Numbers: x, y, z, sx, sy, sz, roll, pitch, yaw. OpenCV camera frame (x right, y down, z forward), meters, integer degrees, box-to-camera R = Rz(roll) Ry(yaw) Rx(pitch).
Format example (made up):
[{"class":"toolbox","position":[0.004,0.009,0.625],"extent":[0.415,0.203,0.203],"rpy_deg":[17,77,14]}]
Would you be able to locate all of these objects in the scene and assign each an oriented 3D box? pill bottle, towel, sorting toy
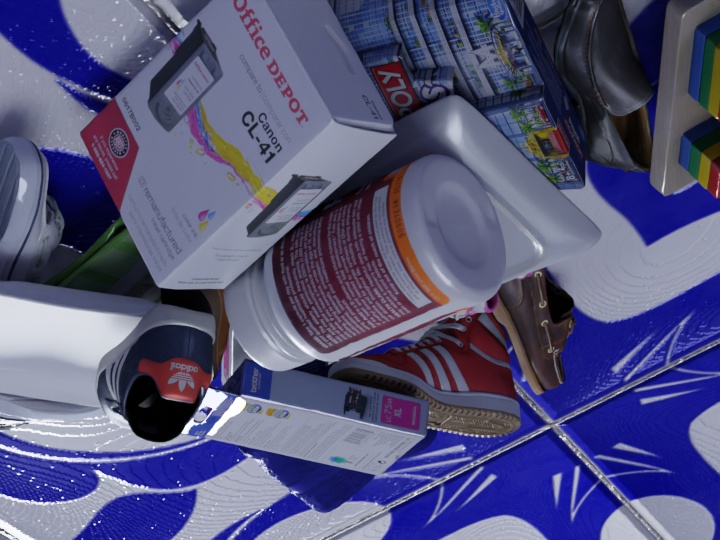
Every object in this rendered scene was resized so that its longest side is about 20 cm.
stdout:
[{"class":"pill bottle","position":[0.000,0.000,1.374],"extent":[0.199,0.115,0.114],"rpy_deg":[-23,142,34]},{"class":"towel","position":[-0.023,0.149,1.717],"extent":[0.147,0.050,0.200],"rpy_deg":[-35,150,4]},{"class":"towel","position":[-0.162,0.010,1.525],"extent":[0.149,0.031,0.199],"rpy_deg":[-38,146,21]},{"class":"sorting toy","position":[0.327,-0.157,1.422],"extent":[0.198,0.070,0.201],"rpy_deg":[-29,144,-19]}]

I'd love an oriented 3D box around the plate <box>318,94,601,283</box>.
[{"class":"plate","position":[0.057,-0.036,1.438],"extent":[0.198,0.033,0.200],"rpy_deg":[-24,133,33]}]

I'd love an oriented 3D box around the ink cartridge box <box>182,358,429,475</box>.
[{"class":"ink cartridge box","position":[-0.053,0.123,1.561],"extent":[0.198,0.042,0.119],"rpy_deg":[12,154,-16]}]

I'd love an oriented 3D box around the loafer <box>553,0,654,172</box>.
[{"class":"loafer","position":[0.198,-0.152,1.424],"extent":[0.073,0.072,0.201],"rpy_deg":[-52,152,-20]}]

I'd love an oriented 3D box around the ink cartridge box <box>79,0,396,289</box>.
[{"class":"ink cartridge box","position":[-0.092,-0.101,1.338],"extent":[0.200,0.148,0.085],"rpy_deg":[-41,157,29]}]

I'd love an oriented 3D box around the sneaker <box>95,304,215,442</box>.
[{"class":"sneaker","position":[-0.166,0.101,1.430],"extent":[0.074,0.085,0.200],"rpy_deg":[10,153,-15]}]

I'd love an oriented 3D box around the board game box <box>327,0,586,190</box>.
[{"class":"board game box","position":[0.048,-0.128,1.398],"extent":[0.198,0.062,0.201],"rpy_deg":[-12,137,21]}]

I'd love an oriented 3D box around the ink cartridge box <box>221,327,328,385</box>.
[{"class":"ink cartridge box","position":[-0.074,0.071,1.620],"extent":[0.094,0.037,0.201],"rpy_deg":[-17,150,-14]}]

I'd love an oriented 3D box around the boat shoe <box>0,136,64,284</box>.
[{"class":"boat shoe","position":[-0.267,-0.039,1.441],"extent":[0.066,0.074,0.200],"rpy_deg":[-9,154,-30]}]

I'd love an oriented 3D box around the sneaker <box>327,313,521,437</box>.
[{"class":"sneaker","position":[0.054,0.075,1.628],"extent":[0.198,0.114,0.071],"rpy_deg":[16,147,-32]}]

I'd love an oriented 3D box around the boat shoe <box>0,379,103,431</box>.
[{"class":"boat shoe","position":[-0.315,0.104,1.594],"extent":[0.197,0.073,0.071],"rpy_deg":[4,149,-10]}]

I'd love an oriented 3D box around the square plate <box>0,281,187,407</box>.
[{"class":"square plate","position":[-0.231,0.059,1.481],"extent":[0.198,0.029,0.198],"rpy_deg":[8,153,-10]}]

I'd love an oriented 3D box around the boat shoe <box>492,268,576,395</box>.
[{"class":"boat shoe","position":[0.160,0.041,1.655],"extent":[0.070,0.071,0.201],"rpy_deg":[-20,140,8]}]

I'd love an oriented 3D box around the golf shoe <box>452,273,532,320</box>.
[{"class":"golf shoe","position":[0.061,0.015,1.567],"extent":[0.199,0.092,0.075],"rpy_deg":[-37,173,26]}]

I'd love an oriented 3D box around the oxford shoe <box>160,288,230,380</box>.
[{"class":"oxford shoe","position":[-0.127,0.036,1.503],"extent":[0.071,0.071,0.200],"rpy_deg":[35,150,5]}]
